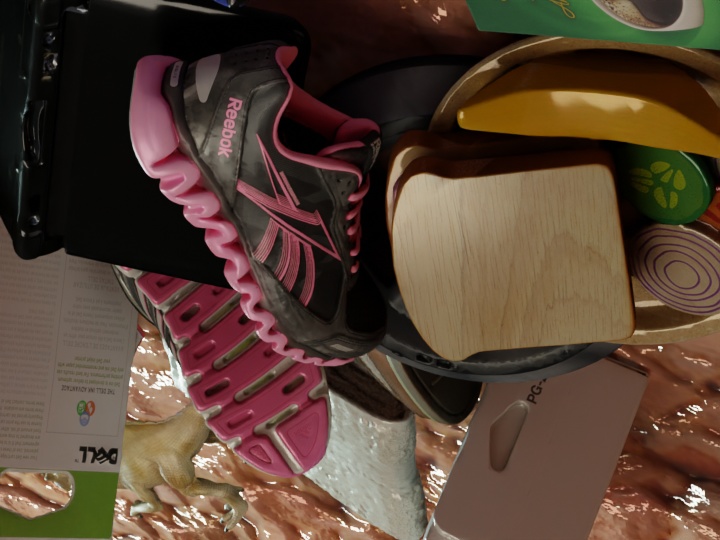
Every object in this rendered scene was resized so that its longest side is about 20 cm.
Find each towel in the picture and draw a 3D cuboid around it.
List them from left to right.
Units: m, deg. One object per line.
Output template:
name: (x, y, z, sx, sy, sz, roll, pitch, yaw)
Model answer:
towel: (-0.041, 0.069, 1.596, 0.200, 0.034, 0.133, 33, 154, 27)

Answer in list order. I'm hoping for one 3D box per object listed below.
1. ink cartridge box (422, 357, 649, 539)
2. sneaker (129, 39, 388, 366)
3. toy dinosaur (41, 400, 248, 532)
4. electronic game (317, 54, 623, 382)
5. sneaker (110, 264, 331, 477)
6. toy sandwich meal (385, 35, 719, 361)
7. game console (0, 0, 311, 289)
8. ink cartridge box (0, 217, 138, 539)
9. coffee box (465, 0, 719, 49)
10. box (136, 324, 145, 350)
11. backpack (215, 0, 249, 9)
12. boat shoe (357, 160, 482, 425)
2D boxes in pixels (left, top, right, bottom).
ink cartridge box: (0.083, 0.141, 1.548, 0.083, 0.145, 0.200, 22, 153, 3)
sneaker: (-0.025, -0.032, 1.291, 0.095, 0.079, 0.200, -20, 133, 18)
toy dinosaur: (-0.106, 0.104, 1.597, 0.101, 0.058, 0.200, 28, 137, -31)
electronic game: (0.055, -0.022, 1.359, 0.200, 0.042, 0.200, 8, 131, 9)
sneaker: (-0.078, 0.022, 1.495, 0.200, 0.074, 0.087, 54, 180, 6)
toy sandwich meal: (0.108, -0.025, 1.266, 0.205, 0.070, 0.205, 8, 132, 9)
game console: (-0.121, -0.101, 1.363, 0.176, 0.116, 0.200, 61, 154, 32)
ink cartridge box: (-0.197, 0.046, 1.515, 0.076, 0.200, 0.148, 5, 178, 35)
coffee box: (0.122, -0.145, 1.135, 0.200, 0.044, 0.123, 7, 146, 31)
box: (-0.226, 0.016, 1.642, 0.095, 0.103, 0.200, 7, 148, 32)
backpack: (-0.076, -0.223, 1.041, 0.168, 0.163, 0.200, 22, 153, 15)
boat shoe: (0.000, 0.000, 1.467, 0.068, 0.072, 0.200, 0, 131, 39)
